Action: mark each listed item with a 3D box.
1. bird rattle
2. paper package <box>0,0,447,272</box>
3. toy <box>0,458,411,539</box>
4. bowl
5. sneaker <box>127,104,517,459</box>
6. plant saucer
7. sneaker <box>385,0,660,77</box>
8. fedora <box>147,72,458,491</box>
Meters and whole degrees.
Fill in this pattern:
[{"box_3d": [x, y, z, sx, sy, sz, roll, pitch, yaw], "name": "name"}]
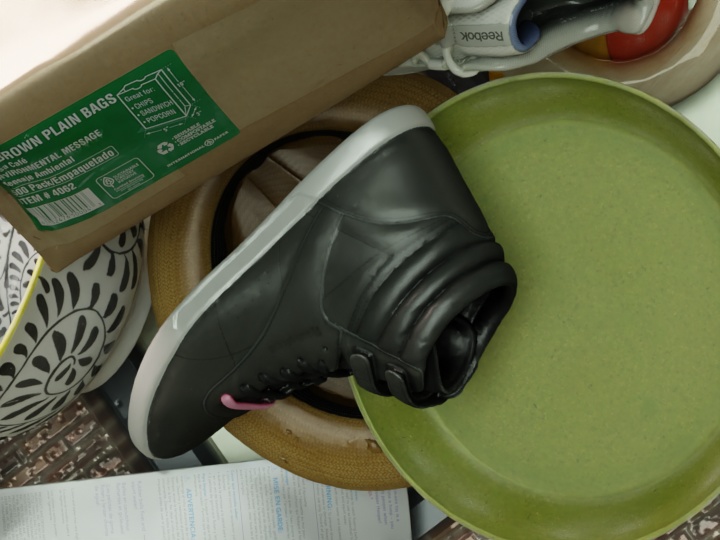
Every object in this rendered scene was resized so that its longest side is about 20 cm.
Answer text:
[{"box_3d": [0.126, -0.154, 0.915, 0.198, 0.113, 0.165, 3, 104, 2], "name": "bird rattle"}, {"box_3d": [-0.085, -0.133, 0.807, 0.199, 0.104, 0.192, -28, 49, 12], "name": "paper package"}, {"box_3d": [-0.075, 0.149, 0.948, 0.198, 0.047, 0.116, -6, 91, -10], "name": "toy"}, {"box_3d": [-0.159, 0.002, 0.939, 0.200, 0.094, 0.202, -28, 50, 40], "name": "bowl"}, {"box_3d": [-0.016, 0.035, 0.831, 0.200, 0.071, 0.099, -47, 67, 21], "name": "sneaker"}, {"box_3d": [0.085, 0.018, 0.838, 0.198, 0.031, 0.202, 3, 96, 26], "name": "plant saucer"}, {"box_3d": [0.035, -0.117, 0.835, 0.198, 0.087, 0.075, -14, 125, 14], "name": "sneaker"}, {"box_3d": [0.000, 0.000, 0.928, 0.198, 0.082, 0.203, 0, 95, 6], "name": "fedora"}]
